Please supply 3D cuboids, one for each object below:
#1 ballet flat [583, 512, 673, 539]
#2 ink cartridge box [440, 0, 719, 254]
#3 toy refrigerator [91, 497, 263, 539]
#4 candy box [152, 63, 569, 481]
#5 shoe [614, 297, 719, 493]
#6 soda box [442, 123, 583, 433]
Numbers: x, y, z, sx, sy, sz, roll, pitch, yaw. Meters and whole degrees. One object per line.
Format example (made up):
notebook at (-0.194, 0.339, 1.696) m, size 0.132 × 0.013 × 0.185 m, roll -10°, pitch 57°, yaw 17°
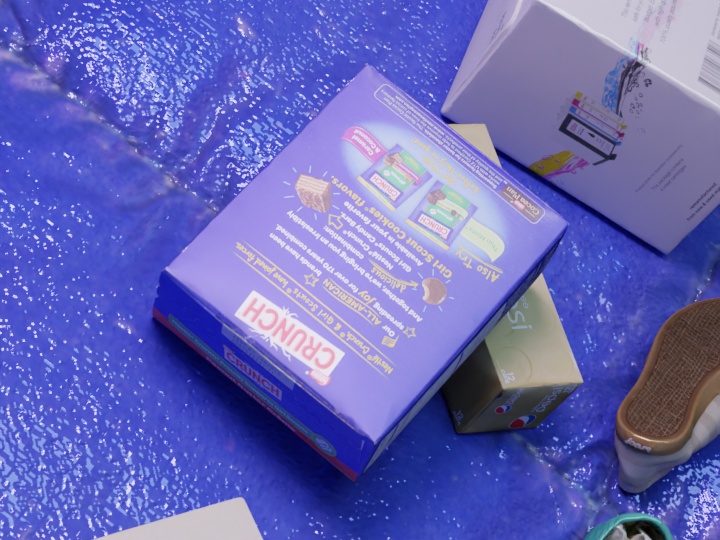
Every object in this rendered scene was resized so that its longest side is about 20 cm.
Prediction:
ballet flat at (0.137, 0.217, 1.335) m, size 0.067 × 0.070 × 0.200 m, roll 38°, pitch 48°, yaw -2°
ink cartridge box at (0.187, -0.145, 1.561) m, size 0.199 × 0.145 × 0.148 m, roll 31°, pitch 48°, yaw -9°
toy refrigerator at (-0.147, 0.185, 1.185) m, size 0.199 × 0.076 × 0.070 m, roll -13°, pitch 67°, yaw -36°
candy box at (0.000, 0.000, 1.349) m, size 0.169 × 0.077 × 0.200 m, roll 39°, pitch 63°, yaw 10°
shoe at (0.223, 0.081, 1.498) m, size 0.069 × 0.054 × 0.200 m, roll 19°, pitch 37°, yaw 25°
soda box at (0.073, 0.004, 1.447) m, size 0.067 × 0.064 × 0.201 m, roll -2°, pitch 60°, yaw -32°
